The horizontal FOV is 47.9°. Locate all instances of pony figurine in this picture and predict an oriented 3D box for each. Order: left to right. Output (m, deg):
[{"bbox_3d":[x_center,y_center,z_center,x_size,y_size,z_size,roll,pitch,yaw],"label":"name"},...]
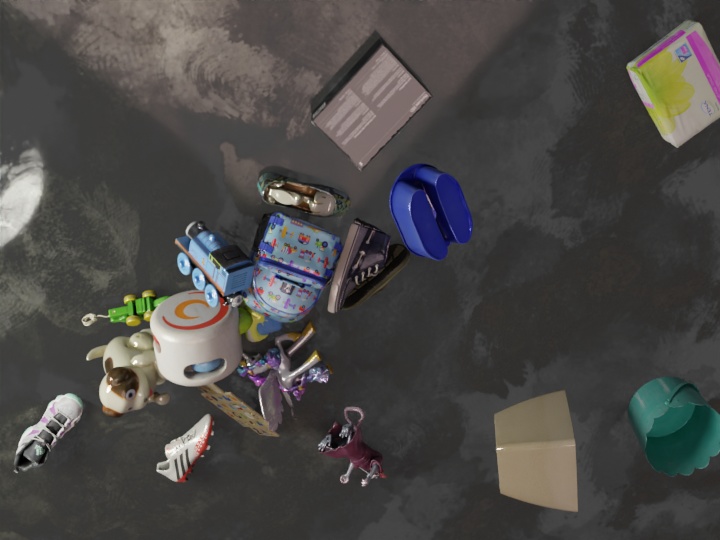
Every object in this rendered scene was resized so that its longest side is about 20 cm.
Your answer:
[{"bbox_3d":[-0.165,0.232,1.781,0.197,0.166,0.196,-26,83,11],"label":"pony figurine"}]

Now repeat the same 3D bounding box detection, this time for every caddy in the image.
[{"bbox_3d":[0.140,-0.118,1.658,0.140,0.105,0.203,-32,115,-15],"label":"caddy"}]

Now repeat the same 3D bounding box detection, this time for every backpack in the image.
[{"bbox_3d":[-0.145,0.001,1.635,0.180,0.134,0.203,24,84,-16],"label":"backpack"}]

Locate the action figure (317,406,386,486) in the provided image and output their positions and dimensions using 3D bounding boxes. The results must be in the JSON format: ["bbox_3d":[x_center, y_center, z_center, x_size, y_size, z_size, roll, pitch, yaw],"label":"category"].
[{"bbox_3d":[-0.005,0.428,1.918,0.199,0.133,0.151,39,64,-33],"label":"action figure"}]

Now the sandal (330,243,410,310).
[{"bbox_3d":[0.026,0.023,1.729,0.199,0.080,0.057,-33,147,4],"label":"sandal"}]

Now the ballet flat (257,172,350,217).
[{"bbox_3d":[-0.114,-0.142,1.641,0.196,0.075,0.076,11,114,-10],"label":"ballet flat"}]

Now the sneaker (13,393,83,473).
[{"bbox_3d":[-0.691,0.373,1.785,0.077,0.140,0.200,38,107,-20],"label":"sneaker"}]

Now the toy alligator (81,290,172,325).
[{"bbox_3d":[-0.488,0.091,1.725,0.196,0.060,0.054,-14,156,2],"label":"toy alligator"}]

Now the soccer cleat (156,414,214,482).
[{"bbox_3d":[-0.403,0.407,1.870,0.084,0.069,0.202,24,115,-20],"label":"soccer cleat"}]

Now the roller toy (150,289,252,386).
[{"bbox_3d":[-0.335,0.140,1.660,0.196,0.183,0.142,13,123,23],"label":"roller toy"}]

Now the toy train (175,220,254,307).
[{"bbox_3d":[-0.294,-0.016,1.620,0.086,0.200,0.116,-16,139,-41],"label":"toy train"}]

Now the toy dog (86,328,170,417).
[{"bbox_3d":[-0.482,0.215,1.699,0.191,0.201,0.141,21,111,-15],"label":"toy dog"}]

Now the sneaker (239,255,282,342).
[{"bbox_3d":[-0.210,0.051,1.729,0.103,0.076,0.204,-13,120,-16],"label":"sneaker"}]

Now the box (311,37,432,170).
[{"bbox_3d":[0.019,-0.319,1.565,0.141,0.079,0.200,42,105,-18],"label":"box"}]

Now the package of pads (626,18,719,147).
[{"bbox_3d":[0.635,-0.365,1.605,0.153,0.068,0.201,-35,112,11],"label":"package of pads"}]

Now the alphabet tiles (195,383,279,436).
[{"bbox_3d":[-0.273,0.311,1.804,0.200,0.165,0.006,42,63,-21],"label":"alphabet tiles"}]

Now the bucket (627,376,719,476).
[{"bbox_3d":[0.739,0.361,1.914,0.202,0.135,0.211,-2,116,-4],"label":"bucket"}]

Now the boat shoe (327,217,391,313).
[{"bbox_3d":[0.000,0.000,1.676,0.091,0.075,0.204,18,91,5],"label":"boat shoe"}]

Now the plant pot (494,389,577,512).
[{"bbox_3d":[0.404,0.421,1.889,0.173,0.201,0.204,-4,116,9],"label":"plant pot"}]
